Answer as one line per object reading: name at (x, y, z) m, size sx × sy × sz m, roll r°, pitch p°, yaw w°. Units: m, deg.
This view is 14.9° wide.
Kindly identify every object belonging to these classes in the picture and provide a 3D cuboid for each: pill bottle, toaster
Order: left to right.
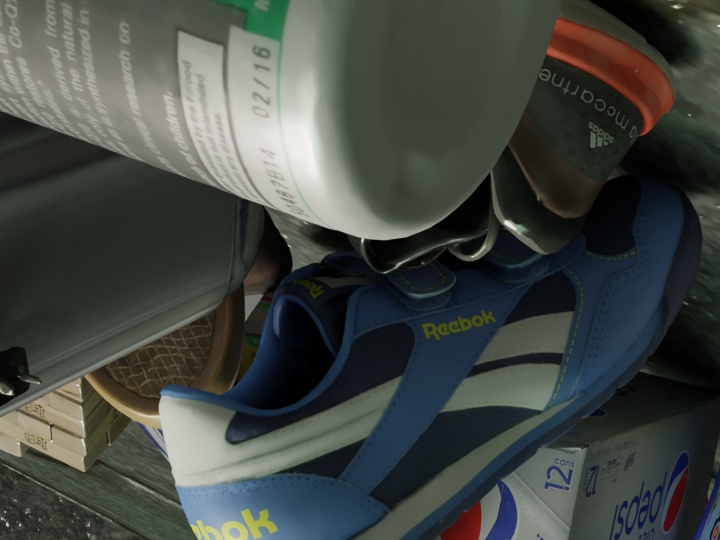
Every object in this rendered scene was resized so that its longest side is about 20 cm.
toaster at (-0.116, -0.034, 0.803) m, size 0.199 × 0.129 × 0.114 m, roll 27°, pitch 127°, yaw 39°
pill bottle at (-0.058, -0.088, 0.685) m, size 0.199 × 0.114 × 0.113 m, roll 19°, pitch 167°, yaw 29°

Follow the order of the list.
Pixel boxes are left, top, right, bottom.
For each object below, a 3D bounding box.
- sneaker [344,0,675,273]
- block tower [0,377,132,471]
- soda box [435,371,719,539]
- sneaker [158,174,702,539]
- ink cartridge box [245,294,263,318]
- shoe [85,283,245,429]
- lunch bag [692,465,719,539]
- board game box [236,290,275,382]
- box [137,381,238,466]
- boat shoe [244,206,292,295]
sneaker at (0.005, -0.043, 0.818) m, size 0.077 × 0.082 × 0.200 m, roll 33°, pitch 167°, yaw -29°
block tower at (-0.123, -0.007, 1.113) m, size 0.058 × 0.054 × 0.201 m, roll 22°, pitch 137°, yaw 21°
soda box at (0.079, 0.080, 1.037) m, size 0.063 × 0.069 × 0.200 m, roll 13°, pitch -172°, yaw 20°
sneaker at (0.023, 0.021, 0.842) m, size 0.083 × 0.200 × 0.074 m, roll 57°, pitch 155°, yaw -12°
ink cartridge box at (-0.027, 0.050, 1.389) m, size 0.199 × 0.044 × 0.094 m, roll 23°, pitch 170°, yaw 17°
shoe at (-0.076, -0.031, 0.908) m, size 0.053 × 0.070 × 0.201 m, roll 38°, pitch -155°, yaw -55°
lunch bag at (0.143, 0.179, 1.014) m, size 0.094 × 0.201 × 0.151 m, roll 29°, pitch -173°, yaw -13°
board game box at (0.000, 0.035, 1.111) m, size 0.095 × 0.030 × 0.200 m, roll 10°, pitch -172°, yaw 1°
box at (-0.042, 0.073, 0.978) m, size 0.121 × 0.032 × 0.200 m, roll 53°, pitch 173°, yaw -18°
boat shoe at (-0.117, -0.022, 1.201) m, size 0.199 × 0.074 × 0.065 m, roll 17°, pitch 161°, yaw 37°
